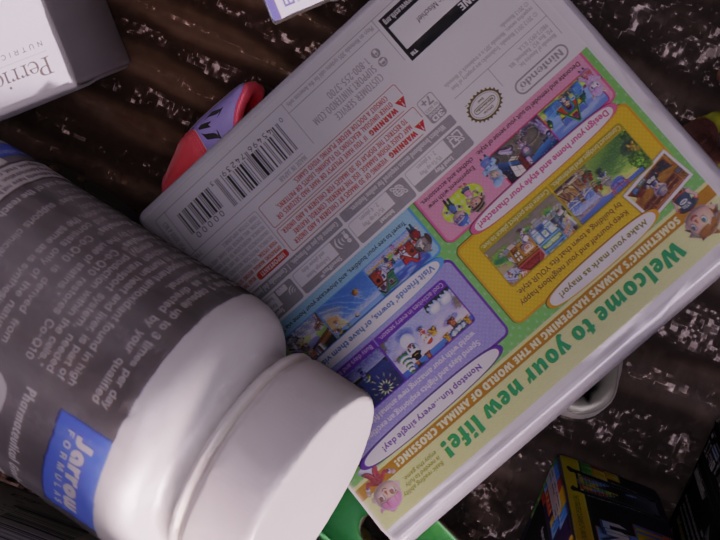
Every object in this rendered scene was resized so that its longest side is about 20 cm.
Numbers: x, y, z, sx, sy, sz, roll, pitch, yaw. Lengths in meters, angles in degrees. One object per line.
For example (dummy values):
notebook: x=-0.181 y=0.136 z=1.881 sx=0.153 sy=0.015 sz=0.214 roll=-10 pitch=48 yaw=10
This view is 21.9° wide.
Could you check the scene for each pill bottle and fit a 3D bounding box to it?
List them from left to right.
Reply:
pill bottle: x=-0.101 y=0.040 z=0.743 sx=0.200 sy=0.114 sz=0.114 roll=31 pitch=102 yaw=17

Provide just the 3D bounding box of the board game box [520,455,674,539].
board game box: x=0.084 y=0.189 z=0.796 sx=0.057 sy=0.200 sz=0.166 roll=20 pitch=102 yaw=-1

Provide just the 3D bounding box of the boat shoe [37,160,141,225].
boat shoe: x=-0.090 y=0.029 z=0.848 sx=0.200 sy=0.076 sz=0.072 roll=34 pitch=105 yaw=7

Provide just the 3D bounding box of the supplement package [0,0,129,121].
supplement package: x=-0.196 y=-0.156 z=0.793 sx=0.121 sy=0.120 sz=0.201 roll=-20 pitch=99 yaw=7

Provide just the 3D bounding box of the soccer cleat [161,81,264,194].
soccer cleat: x=0.000 y=0.000 z=0.833 sx=0.200 sy=0.067 sz=0.077 roll=38 pitch=112 yaw=2

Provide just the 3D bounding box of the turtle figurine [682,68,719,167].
turtle figurine: x=0.200 y=-0.011 z=0.794 sx=0.064 sy=0.200 sz=0.161 roll=-33 pitch=71 yaw=-30

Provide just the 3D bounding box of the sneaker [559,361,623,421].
sneaker: x=0.080 y=-0.030 z=0.810 sx=0.074 sy=0.089 sz=0.201 roll=-18 pitch=99 yaw=0

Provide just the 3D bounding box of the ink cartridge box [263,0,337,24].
ink cartridge box: x=0.035 y=-0.190 z=0.812 sx=0.199 sy=0.039 sz=0.100 roll=-21 pitch=98 yaw=6

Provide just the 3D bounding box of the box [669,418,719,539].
box: x=0.167 y=0.174 z=0.786 sx=0.086 sy=0.200 sz=0.164 roll=23 pitch=101 yaw=0

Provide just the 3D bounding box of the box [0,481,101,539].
box: x=-0.162 y=0.194 z=0.732 sx=0.109 sy=0.128 sz=0.201 roll=18 pitch=96 yaw=11

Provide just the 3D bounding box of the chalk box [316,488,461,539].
chalk box: x=-0.039 y=0.171 z=0.842 sx=0.124 sy=0.124 sz=0.200 roll=45 pitch=100 yaw=-3

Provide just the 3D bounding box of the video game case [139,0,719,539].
video game case: x=0.034 y=-0.019 z=0.772 sx=0.200 sy=0.022 sz=0.182 roll=-42 pitch=77 yaw=9
